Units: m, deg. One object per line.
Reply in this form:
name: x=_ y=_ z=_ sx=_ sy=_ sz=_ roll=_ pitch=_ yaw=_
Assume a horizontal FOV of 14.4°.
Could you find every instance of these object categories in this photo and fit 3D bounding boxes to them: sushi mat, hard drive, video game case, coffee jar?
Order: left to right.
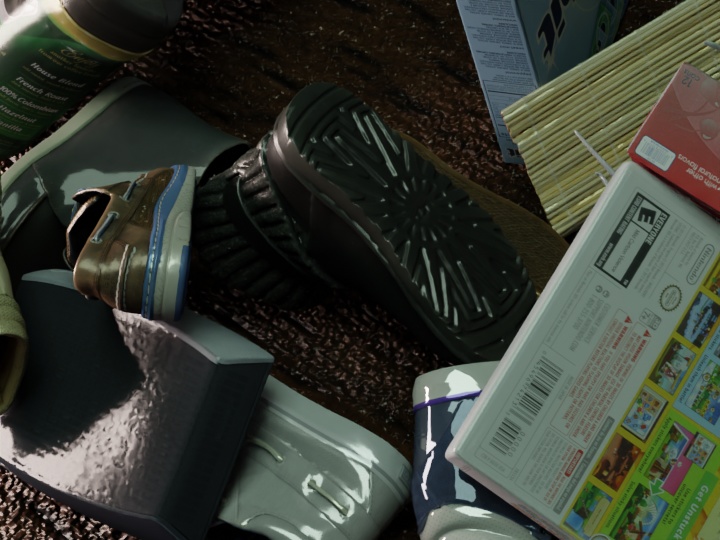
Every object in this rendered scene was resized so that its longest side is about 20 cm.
coffee jar: x=-0.194 y=-0.158 z=1.820 sx=0.200 sy=0.085 sz=0.105 roll=-32 pitch=45 yaw=42
hard drive: x=-0.148 y=0.076 z=1.663 sx=0.199 sy=0.042 sz=0.136 roll=20 pitch=88 yaw=42
sushi mat: x=0.185 y=-0.106 z=1.738 sx=0.199 sy=0.096 sz=0.012 roll=-31 pitch=22 yaw=-9
video game case: x=0.170 y=0.071 z=1.569 sx=0.182 sy=0.023 sz=0.200 roll=35 pitch=72 yaw=-7

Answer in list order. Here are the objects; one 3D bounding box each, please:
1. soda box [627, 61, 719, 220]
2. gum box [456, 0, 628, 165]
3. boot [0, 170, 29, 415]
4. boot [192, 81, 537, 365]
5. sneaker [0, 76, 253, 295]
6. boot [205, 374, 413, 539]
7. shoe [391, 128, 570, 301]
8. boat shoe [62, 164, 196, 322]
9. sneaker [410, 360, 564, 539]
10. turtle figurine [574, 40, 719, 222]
soda box: x=0.249 y=-0.036 z=1.592 sx=0.200 sy=0.070 sz=0.064 roll=34 pitch=92 yaw=11
gum box: x=0.114 y=-0.191 z=1.749 sx=0.044 sy=0.200 sz=0.170 roll=9 pitch=56 yaw=22
boot: x=-0.266 y=0.036 z=1.714 sx=0.200 sy=0.073 sz=0.156 roll=-44 pitch=50 yaw=35
boot: x=0.001 y=-0.002 z=1.687 sx=0.211 sy=0.158 sz=0.079 roll=49 pitch=53 yaw=4
sneaker: x=-0.161 y=-0.036 z=1.785 sx=0.106 sy=0.075 sz=0.200 roll=24 pitch=62 yaw=30
boot: x=-0.071 y=0.113 z=1.650 sx=0.199 sy=0.074 sz=0.096 roll=24 pitch=63 yaw=32
shoe: x=0.065 y=-0.016 z=1.731 sx=0.070 sy=0.054 sz=0.200 roll=-18 pitch=46 yaw=-43
boat shoe: x=-0.135 y=-0.025 z=1.664 sx=0.072 sy=0.073 sz=0.200 roll=9 pitch=11 yaw=-6
sneaker: x=0.126 y=0.125 z=1.599 sx=0.199 sy=0.081 sz=0.147 roll=-3 pitch=75 yaw=-11
turtle figurine: x=0.234 y=-0.055 z=1.679 sx=0.200 sy=0.101 sz=0.150 roll=37 pitch=87 yaw=16
